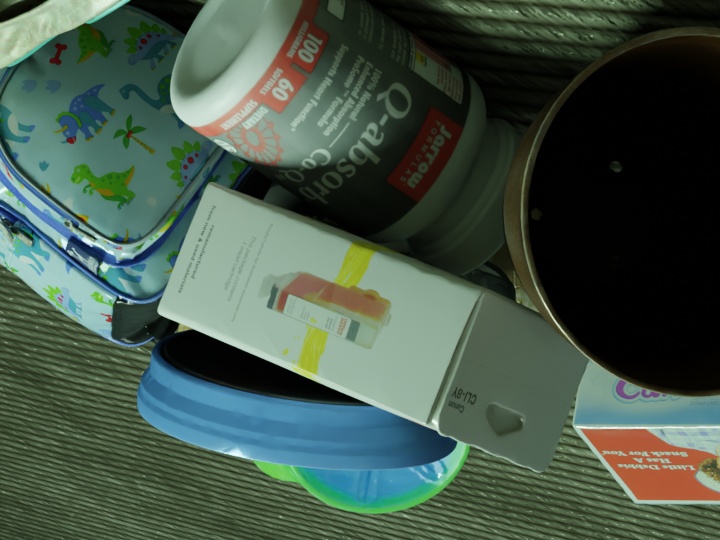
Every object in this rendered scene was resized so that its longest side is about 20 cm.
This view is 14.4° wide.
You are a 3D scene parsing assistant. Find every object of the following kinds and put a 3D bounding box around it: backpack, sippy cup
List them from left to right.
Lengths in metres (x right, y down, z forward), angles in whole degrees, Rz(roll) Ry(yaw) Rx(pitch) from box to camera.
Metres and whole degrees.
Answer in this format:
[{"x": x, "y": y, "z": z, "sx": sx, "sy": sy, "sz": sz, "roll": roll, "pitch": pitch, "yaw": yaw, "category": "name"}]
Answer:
[{"x": -0.166, "y": -0.081, "z": 1.763, "sx": 0.199, "sy": 0.183, "sz": 0.147, "roll": 31, "pitch": 157, "yaw": 9, "category": "backpack"}, {"x": 0.008, "y": 0.082, "z": 2.038, "sx": 0.177, "sy": 0.131, "sz": 0.140, "roll": 10, "pitch": 121, "yaw": -12, "category": "sippy cup"}]

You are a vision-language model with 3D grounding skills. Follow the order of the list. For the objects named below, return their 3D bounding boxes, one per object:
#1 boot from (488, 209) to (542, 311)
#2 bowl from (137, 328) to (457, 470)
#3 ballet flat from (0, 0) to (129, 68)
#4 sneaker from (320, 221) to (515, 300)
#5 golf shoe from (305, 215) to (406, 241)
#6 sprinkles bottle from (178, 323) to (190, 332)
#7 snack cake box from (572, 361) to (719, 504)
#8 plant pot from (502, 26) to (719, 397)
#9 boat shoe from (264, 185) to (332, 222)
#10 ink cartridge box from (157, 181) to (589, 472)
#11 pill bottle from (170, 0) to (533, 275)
[{"x": 0.146, "y": 0.013, "z": 1.798, "sx": 0.154, "sy": 0.073, "sz": 0.200, "roll": 16, "pitch": 152, "yaw": 9, "category": "boot"}, {"x": -0.036, "y": 0.074, "z": 1.735, "sx": 0.199, "sy": 0.040, "sz": 0.201, "roll": 8, "pitch": -168, "yaw": -2, "category": "bowl"}, {"x": -0.177, "y": -0.170, "z": 1.634, "sx": 0.062, "sy": 0.068, "sz": 0.200, "roll": 30, "pitch": 141, "yaw": -30, "category": "ballet flat"}, {"x": 0.000, "y": 0.000, "z": 1.755, "sx": 0.199, "sy": 0.085, "sz": 0.075, "roll": 5, "pitch": 118, "yaw": 11, "category": "sneaker"}, {"x": -0.011, "y": 0.010, "z": 1.840, "sx": 0.078, "sy": 0.098, "sz": 0.199, "roll": 11, "pitch": 154, "yaw": -42, "category": "golf shoe"}, {"x": -0.071, "y": 0.062, "z": 1.955, "sx": 0.068, "sy": 0.069, "sz": 0.200, "roll": 31, "pitch": 178, "yaw": -20, "category": "sprinkles bottle"}, {"x": 0.244, "y": 0.091, "z": 1.743, "sx": 0.199, "sy": 0.068, "sz": 0.115, "roll": -2, "pitch": 152, "yaw": 27, "category": "snack cake box"}, {"x": 0.152, "y": -0.032, "z": 1.534, "sx": 0.186, "sy": 0.188, "sz": 0.200, "roll": 28, "pitch": 176, "yaw": -11, "category": "plant pot"}, {"x": -0.055, "y": -0.027, "z": 1.935, "sx": 0.074, "sy": 0.074, "sz": 0.200, "roll": 22, "pitch": 162, "yaw": 7, "category": "boat shoe"}, {"x": 0.011, "y": 0.031, "z": 1.596, "sx": 0.199, "sy": 0.084, "sz": 0.145, "roll": 22, "pitch": 180, "yaw": 34, "category": "ink cartridge box"}, {"x": 0.000, "y": -0.087, "z": 1.629, "sx": 0.199, "sy": 0.116, "sz": 0.116, "roll": 33, "pitch": 160, "yaw": -25, "category": "pill bottle"}]
